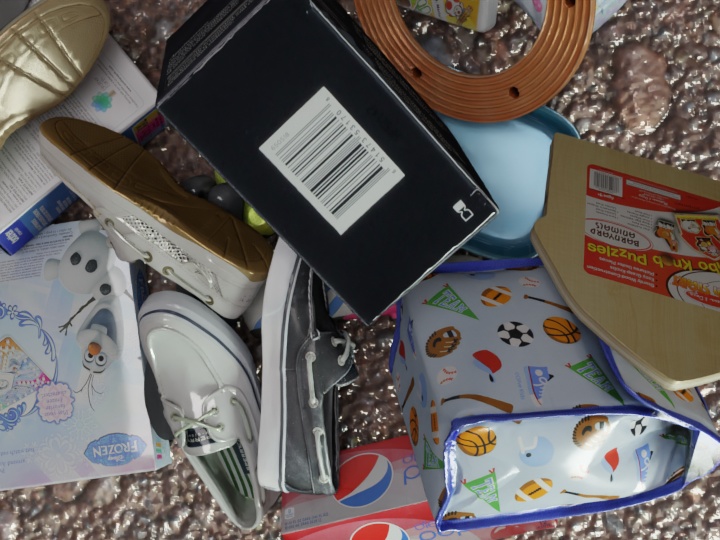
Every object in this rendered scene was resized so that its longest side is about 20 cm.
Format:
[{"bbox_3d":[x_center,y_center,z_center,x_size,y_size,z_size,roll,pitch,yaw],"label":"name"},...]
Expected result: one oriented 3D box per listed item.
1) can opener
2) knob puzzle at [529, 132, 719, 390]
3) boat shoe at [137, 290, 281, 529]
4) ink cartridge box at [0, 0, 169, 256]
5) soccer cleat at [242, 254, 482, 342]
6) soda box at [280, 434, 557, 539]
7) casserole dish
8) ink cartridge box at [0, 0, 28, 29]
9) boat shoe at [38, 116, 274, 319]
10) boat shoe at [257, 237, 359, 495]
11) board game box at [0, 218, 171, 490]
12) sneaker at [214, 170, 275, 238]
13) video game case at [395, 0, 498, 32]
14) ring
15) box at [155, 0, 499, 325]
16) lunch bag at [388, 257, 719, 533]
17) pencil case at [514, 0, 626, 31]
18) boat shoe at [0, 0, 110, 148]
[{"bbox_3d":[-0.127,0.032,1.059,0.053,0.067,0.203,16,111,30],"label":"can opener"},{"bbox_3d":[0.207,0.005,0.959,0.218,0.220,0.031,31,137,8],"label":"knob puzzle"},{"bbox_3d":[-0.106,0.107,1.023,0.073,0.067,0.201,-13,124,26],"label":"boat shoe"},{"bbox_3d":[-0.265,-0.109,1.071,0.199,0.076,0.137,-40,83,-11],"label":"ink cartridge box"},{"bbox_3d":[0.000,0.000,1.052,0.197,0.070,0.088,-12,89,11],"label":"soccer cleat"},{"bbox_3d":[0.042,0.167,1.036,0.197,0.071,0.064,-15,130,11],"label":"soda box"},{"bbox_3d":[0.075,-0.084,1.053,0.198,0.039,0.123,22,94,9],"label":"casserole dish"},{"bbox_3d":[-0.345,-0.245,1.060,0.197,0.084,0.146,7,59,22],"label":"ink cartridge box"},{"bbox_3d":[-0.157,-0.034,1.004,0.199,0.071,0.070,36,122,8],"label":"boat shoe"},{"bbox_3d":[-0.033,0.064,0.999,0.067,0.072,0.203,6,99,13],"label":"boat shoe"},{"bbox_3d":[-0.261,0.070,1.115,0.197,0.043,0.202,-8,87,11],"label":"board game box"},{"bbox_3d":[-0.080,-0.125,1.056,0.077,0.090,0.203,4,93,9],"label":"sneaker"},{"bbox_3d":[0.027,-0.290,0.996,0.180,0.023,0.203,23,125,28],"label":"video game case"},{"bbox_3d":[0.077,-0.202,0.976,0.198,0.019,0.203,19,123,31],"label":"ring"},{"bbox_3d":[-0.026,-0.099,0.922,0.117,0.200,0.197,-41,109,10],"label":"box"},{"bbox_3d":[0.133,0.075,0.961,0.197,0.171,0.125,-2,129,-10],"label":"lunch bag"},{"bbox_3d":[0.114,-0.253,1.017,0.083,0.091,0.200,-42,83,8],"label":"pencil case"},{"bbox_3d":[-0.263,-0.131,0.996,0.200,0.072,0.065,-49,43,0],"label":"boat shoe"}]
